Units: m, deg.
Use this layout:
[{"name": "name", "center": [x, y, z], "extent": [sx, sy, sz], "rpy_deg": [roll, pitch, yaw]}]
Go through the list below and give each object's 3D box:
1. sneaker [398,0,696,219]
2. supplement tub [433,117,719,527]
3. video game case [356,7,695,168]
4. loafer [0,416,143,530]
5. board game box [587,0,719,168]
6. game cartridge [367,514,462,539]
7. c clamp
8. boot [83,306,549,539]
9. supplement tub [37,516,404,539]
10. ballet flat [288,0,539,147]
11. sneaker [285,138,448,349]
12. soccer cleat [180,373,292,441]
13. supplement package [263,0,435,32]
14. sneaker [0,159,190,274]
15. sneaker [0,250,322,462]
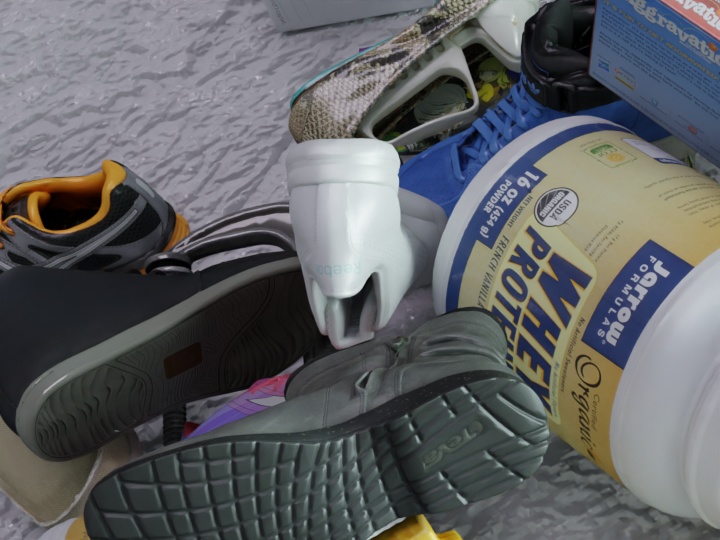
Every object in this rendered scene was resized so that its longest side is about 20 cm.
[{"name": "sneaker", "center": [0.088, -0.087, 1.069], "extent": [0.200, 0.111, 0.077], "rpy_deg": [-18, 48, 9]}, {"name": "supplement tub", "center": [0.146, 0.027, 0.954], "extent": [0.144, 0.144, 0.200], "rpy_deg": [-40, 46, -14]}, {"name": "video game case", "center": [0.092, -0.079, 1.164], "extent": [0.200, 0.036, 0.181], "rpy_deg": [-11, 47, 16]}, {"name": "loafer", "center": [-0.182, 0.085, 1.089], "extent": [0.076, 0.068, 0.200], "rpy_deg": [-57, 36, 5]}, {"name": "board game box", "center": [0.191, -0.069, 0.933], "extent": [0.200, 0.103, 0.019], "rpy_deg": [38, 73, 18]}, {"name": "game cartridge", "center": [-0.012, 0.219, 0.846], "extent": [0.200, 0.176, 0.032], "rpy_deg": [-30, 18, -5]}, {"name": "c clamp", "center": [-0.082, 0.053, 1.104], "extent": [0.171, 0.027, 0.200], "rpy_deg": [-7, 61, 15]}, {"name": "boot", "center": [-0.020, 0.075, 0.865], "extent": [0.200, 0.068, 0.131], "rpy_deg": [-15, 15, -5]}, {"name": "supplement tub", "center": [-0.073, 0.173, 0.931], "extent": [0.200, 0.144, 0.145], "rpy_deg": [-18, 45, 9]}, {"name": "ballet flat", "center": [0.051, -0.124, 1.162], "extent": [0.200, 0.068, 0.075], "rpy_deg": [-39, 66, -6]}, {"name": "sneaker", "center": [0.000, 0.000, 0.997], "extent": [0.075, 0.200, 0.089], "rpy_deg": [-4, 78, 12]}, {"name": "soccer cleat", "center": [-0.024, 0.072, 0.998], "extent": [0.200, 0.067, 0.077], "rpy_deg": [-33, 45, 33]}, {"name": "supplement package", "center": [0.017, -0.280, 1.274], "extent": [0.200, 0.191, 0.147], "rpy_deg": [-8, 48, 19]}, {"name": "sneaker", "center": [-0.207, -0.016, 1.214], "extent": [0.200, 0.077, 0.078], "rpy_deg": [-19, 46, 9]}, {"name": "sneaker", "center": [-0.113, 0.019, 1.058], "extent": [0.200, 0.075, 0.106], "rpy_deg": [-22, 42, -29]}]
